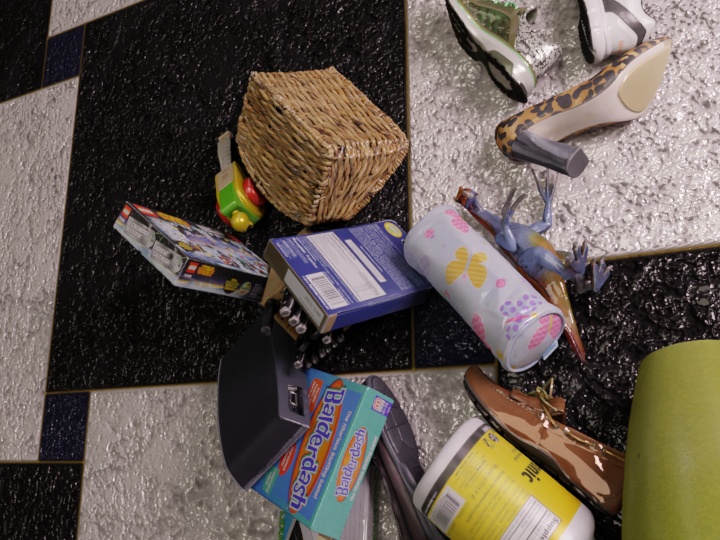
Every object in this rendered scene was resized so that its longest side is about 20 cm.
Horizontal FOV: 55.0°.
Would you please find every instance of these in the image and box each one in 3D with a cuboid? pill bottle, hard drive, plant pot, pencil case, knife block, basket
[{"bbox_3d":[0.156,0.249,0.675,0.199,0.111,0.112,38,96,21],"label":"pill bottle"},{"bbox_3d":[-0.123,0.143,0.831,0.135,0.042,0.202,-46,33,20],"label":"hard drive"},{"bbox_3d":[0.305,0.173,0.598,0.183,0.187,0.204,-14,56,24],"label":"plant pot"},{"bbox_3d":[0.129,0.017,0.748,0.083,0.091,0.201,-41,51,2],"label":"pencil case"},{"bbox_3d":[-0.080,0.022,0.826,0.064,0.175,0.202,-37,63,14],"label":"knife block"},{"bbox_3d":[-0.056,-0.161,0.926,0.200,0.147,0.145,46,133,29],"label":"basket"}]

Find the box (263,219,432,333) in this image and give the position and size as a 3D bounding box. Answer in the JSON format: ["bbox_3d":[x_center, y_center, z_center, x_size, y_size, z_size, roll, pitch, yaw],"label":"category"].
[{"bbox_3d":[0.000,0.000,0.797,0.122,0.197,0.033,49,131,28],"label":"box"}]

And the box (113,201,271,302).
[{"bbox_3d":[-0.198,-0.018,0.886,0.136,0.199,0.040,36,99,29],"label":"box"}]

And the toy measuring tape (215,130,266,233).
[{"bbox_3d":[-0.172,-0.121,0.991,0.073,0.073,0.202,-33,42,17],"label":"toy measuring tape"}]

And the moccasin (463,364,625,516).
[{"bbox_3d":[0.192,0.157,0.708,0.200,0.074,0.078,34,85,33],"label":"moccasin"}]

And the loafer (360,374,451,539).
[{"bbox_3d":[0.035,0.220,0.779,0.062,0.071,0.203,-34,67,20],"label":"loafer"}]

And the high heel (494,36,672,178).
[{"bbox_3d":[0.245,-0.200,0.783,0.200,0.072,0.142,-47,38,-5],"label":"high heel"}]

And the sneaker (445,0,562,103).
[{"bbox_3d":[0.171,-0.297,0.843,0.088,0.077,0.202,-34,69,2],"label":"sneaker"}]

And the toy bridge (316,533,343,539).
[{"bbox_3d":[0.047,0.323,0.741,0.195,0.067,0.028,15,72,9],"label":"toy bridge"}]

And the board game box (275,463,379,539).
[{"bbox_3d":[-0.042,0.329,0.810,0.123,0.034,0.205,-4,75,27],"label":"board game box"}]

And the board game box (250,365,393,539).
[{"bbox_3d":[-0.063,0.192,0.792,0.198,0.045,0.155,4,67,54],"label":"board game box"}]

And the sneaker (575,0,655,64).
[{"bbox_3d":[0.283,-0.335,0.793,0.078,0.074,0.205,-8,77,10],"label":"sneaker"}]

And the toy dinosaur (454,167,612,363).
[{"bbox_3d":[0.171,-0.025,0.760,0.180,0.103,0.205,17,96,48],"label":"toy dinosaur"}]
